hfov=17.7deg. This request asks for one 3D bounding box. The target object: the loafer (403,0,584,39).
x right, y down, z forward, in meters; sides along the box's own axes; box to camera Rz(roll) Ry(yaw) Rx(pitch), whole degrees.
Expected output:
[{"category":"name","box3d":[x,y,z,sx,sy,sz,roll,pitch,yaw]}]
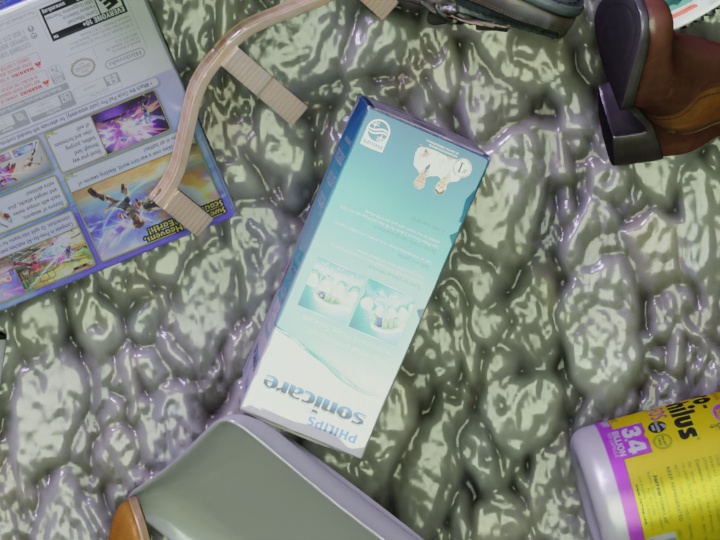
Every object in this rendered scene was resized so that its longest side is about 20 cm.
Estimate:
[{"category":"loafer","box3d":[0.041,-0.188,1.464,0.199,0.072,0.063,25,115,1]}]

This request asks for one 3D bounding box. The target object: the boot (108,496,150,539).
[{"category":"boot","box3d":[-0.199,0.248,1.493,0.143,0.071,0.202,-3,103,-8]}]

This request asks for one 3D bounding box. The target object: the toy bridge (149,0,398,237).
[{"category":"toy bridge","box3d":[-0.062,-0.117,1.424,0.067,0.027,0.200,39,93,-24]}]

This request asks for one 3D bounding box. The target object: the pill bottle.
[{"category":"pill bottle","box3d":[0.242,0.128,1.486,0.199,0.104,0.105,-14,98,-2]}]

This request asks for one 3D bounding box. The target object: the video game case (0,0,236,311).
[{"category":"video game case","box3d":[-0.203,-0.082,1.446,0.199,0.045,0.182,-22,113,0]}]

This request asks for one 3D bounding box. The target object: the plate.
[{"category":"plate","box3d":[-0.035,0.170,1.453,0.200,0.200,0.032,38,59,-7]}]

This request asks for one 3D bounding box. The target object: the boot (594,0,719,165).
[{"category":"boot","box3d":[0.248,-0.133,1.421,0.199,0.188,0.069,-13,60,0]}]

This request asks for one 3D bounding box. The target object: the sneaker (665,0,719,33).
[{"category":"sneaker","box3d":[0.233,-0.226,1.458,0.199,0.070,0.094,-30,104,4]}]

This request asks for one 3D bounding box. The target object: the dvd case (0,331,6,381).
[{"category":"dvd case","box3d":[-0.302,0.134,1.467,0.142,0.018,0.201,3,99,-38]}]

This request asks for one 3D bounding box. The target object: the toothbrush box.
[{"category":"toothbrush box","box3d":[0.000,0.000,1.438,0.085,0.146,0.201,22,97,-5]}]
